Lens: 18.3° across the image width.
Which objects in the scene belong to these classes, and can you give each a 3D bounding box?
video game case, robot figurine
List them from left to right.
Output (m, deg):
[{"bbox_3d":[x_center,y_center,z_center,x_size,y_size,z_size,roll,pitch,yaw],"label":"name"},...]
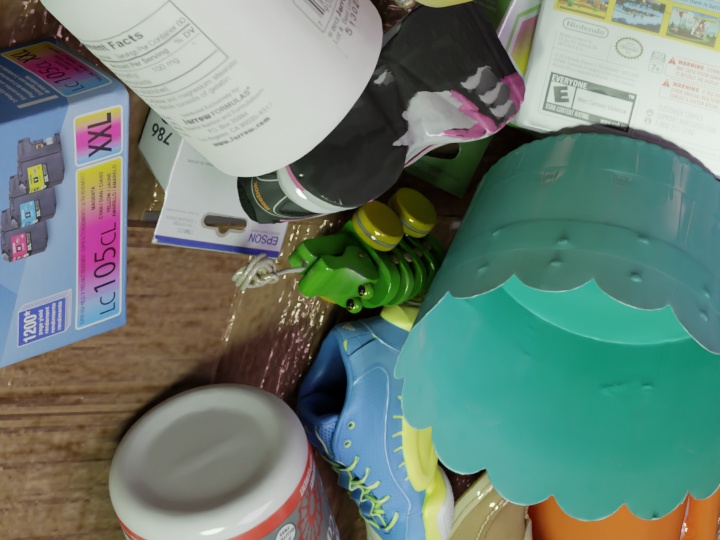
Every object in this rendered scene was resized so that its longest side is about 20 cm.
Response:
[{"bbox_3d":[0.162,0.160,1.520,0.143,0.116,0.202,-15,121,-42],"label":"robot figurine"},{"bbox_3d":[0.201,-0.144,1.246,0.023,0.198,0.183,-50,154,-68],"label":"video game case"}]

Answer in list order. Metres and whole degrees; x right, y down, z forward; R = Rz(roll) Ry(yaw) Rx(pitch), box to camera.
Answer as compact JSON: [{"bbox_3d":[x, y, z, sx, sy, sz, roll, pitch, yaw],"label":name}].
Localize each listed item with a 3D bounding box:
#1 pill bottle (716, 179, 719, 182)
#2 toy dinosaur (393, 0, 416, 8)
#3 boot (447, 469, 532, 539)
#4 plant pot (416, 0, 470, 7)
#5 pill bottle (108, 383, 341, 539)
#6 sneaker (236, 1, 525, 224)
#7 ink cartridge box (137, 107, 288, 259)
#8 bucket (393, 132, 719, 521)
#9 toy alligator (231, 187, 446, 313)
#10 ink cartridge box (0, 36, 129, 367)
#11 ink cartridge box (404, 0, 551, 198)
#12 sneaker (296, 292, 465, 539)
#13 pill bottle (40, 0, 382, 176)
[{"bbox_3d":[0.195,-0.082,1.402,0.200,0.111,0.112,-54,141,-27],"label":"pill bottle"},{"bbox_3d":[-0.009,-0.234,1.154,0.106,0.060,0.202,-14,101,-61],"label":"toy dinosaur"},{"bbox_3d":[0.116,0.218,1.437,0.073,0.155,0.201,-35,153,-32],"label":"boot"},{"bbox_3d":[0.094,-0.241,1.137,0.200,0.141,0.202,9,80,-62],"label":"plant pot"},{"bbox_3d":[-0.065,0.172,1.296,0.116,0.116,0.201,-38,135,-23],"label":"pill bottle"},{"bbox_3d":[0.004,-0.084,1.195,0.199,0.086,0.081,-29,95,-44],"label":"sneaker"},{"bbox_3d":[-0.057,-0.109,1.201,0.099,0.039,0.201,8,105,-47],"label":"ink cartridge box"},{"bbox_3d":[0.132,0.031,1.277,0.208,0.206,0.135,71,30,-41],"label":"bucket"},{"bbox_3d":[0.000,0.000,1.273,0.059,0.054,0.200,-48,166,31],"label":"toy alligator"},{"bbox_3d":[-0.211,-0.017,1.072,0.199,0.076,0.137,-19,125,-35],"label":"ink cartridge box"},{"bbox_3d":[0.093,-0.137,1.317,0.104,0.059,0.201,22,96,-49],"label":"ink cartridge box"},{"bbox_3d":[0.002,0.110,1.372,0.104,0.076,0.202,-6,110,-30],"label":"sneaker"},{"bbox_3d":[-0.091,-0.147,1.066,0.200,0.114,0.115,43,80,-32],"label":"pill bottle"}]
